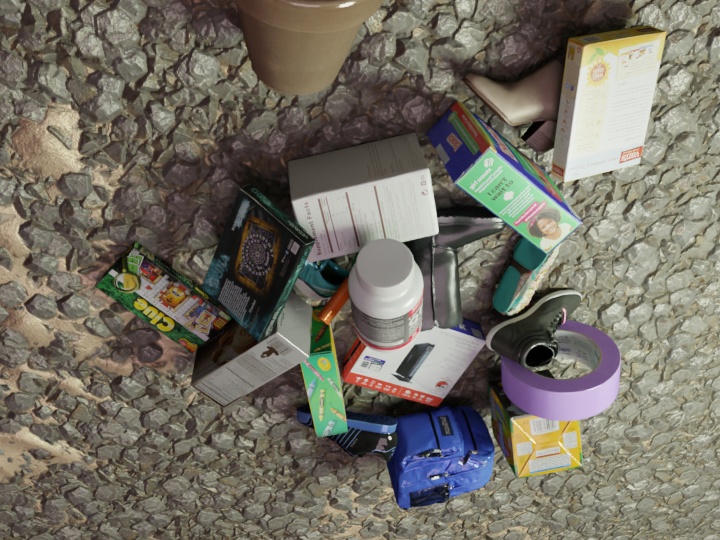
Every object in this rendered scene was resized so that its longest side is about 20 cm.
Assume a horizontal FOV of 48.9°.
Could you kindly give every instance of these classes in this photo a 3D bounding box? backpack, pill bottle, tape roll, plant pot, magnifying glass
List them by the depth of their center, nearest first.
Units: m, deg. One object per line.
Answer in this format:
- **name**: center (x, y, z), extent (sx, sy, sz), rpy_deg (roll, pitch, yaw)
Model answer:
- **plant pot**: center (-0.077, -0.317, 0.975), extent (0.200, 0.200, 0.175), rpy_deg (2, 144, -10)
- **pill bottle**: center (0.038, 0.036, 1.180), extent (0.111, 0.111, 0.200), rpy_deg (-9, 152, -1)
- **magnifying glass**: center (0.000, 0.000, 1.252), extent (0.200, 0.022, 0.080), rpy_deg (-54, 134, -9)
- **tape roll**: center (0.346, 0.169, 1.374), extent (0.200, 0.200, 0.066), rpy_deg (-9, 123, -1)
- **backpack**: center (0.153, 0.344, 1.494), extent (0.200, 0.163, 0.168), rpy_deg (-9, 142, -6)

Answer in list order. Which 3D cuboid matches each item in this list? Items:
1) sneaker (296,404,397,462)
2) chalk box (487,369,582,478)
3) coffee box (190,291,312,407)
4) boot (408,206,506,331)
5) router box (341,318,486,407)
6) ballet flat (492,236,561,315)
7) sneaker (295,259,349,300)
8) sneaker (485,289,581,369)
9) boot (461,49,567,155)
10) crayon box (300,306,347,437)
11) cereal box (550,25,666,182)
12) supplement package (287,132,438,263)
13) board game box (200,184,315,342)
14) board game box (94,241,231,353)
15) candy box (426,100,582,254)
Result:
- **sneaker**: center (-0.029, 0.299, 1.454), extent (0.200, 0.070, 0.078), rpy_deg (7, 101, 23)
- **chalk box**: center (0.309, 0.267, 1.446), extent (0.125, 0.200, 0.124), rpy_deg (-10, 107, -2)
- **coffee box**: center (-0.179, 0.125, 1.307), extent (0.200, 0.114, 0.080), rpy_deg (-32, 124, 26)
- **boot**: center (0.154, 0.001, 1.279), extent (0.165, 0.066, 0.200), rpy_deg (0, 110, 7)
- **router box**: center (0.093, 0.147, 1.419), extent (0.200, 0.049, 0.180), rpy_deg (18, 122, -20)
- **ballet flat**: center (0.285, -0.008, 1.330), extent (0.064, 0.076, 0.200), rpy_deg (-11, 140, -40)
- **sneaker**: center (-0.090, -0.021, 1.239), extent (0.080, 0.078, 0.200), rpy_deg (-13, 145, 41)
- **sneaker**: center (0.324, 0.106, 1.360), extent (0.200, 0.099, 0.071), rpy_deg (-26, 129, -19)
- **boot**: center (0.261, -0.263, 1.131), extent (0.200, 0.070, 0.146), rpy_deg (34, 109, -30)
- **crayon box**: center (-0.067, 0.177, 1.374), extent (0.058, 0.119, 0.200), rpy_deg (-9, 127, -1)
- **cereal box**: center (0.345, -0.232, 1.112), extent (0.144, 0.040, 0.200), rpy_deg (-14, 126, -22)
- **supplement package**: center (0.002, -0.108, 1.171), extent (0.200, 0.117, 0.117), rpy_deg (-12, 128, 2)
- **board game box**: center (-0.155, -0.008, 1.165), extent (0.135, 0.028, 0.200), rpy_deg (41, 126, 17)
- **board game box**: center (-0.319, 0.048, 1.291), extent (0.105, 0.023, 0.200), rpy_deg (-40, 116, 22)
- **candy box**: center (0.205, -0.137, 1.146), extent (0.200, 0.169, 0.077), rpy_deg (31, 114, -27)
